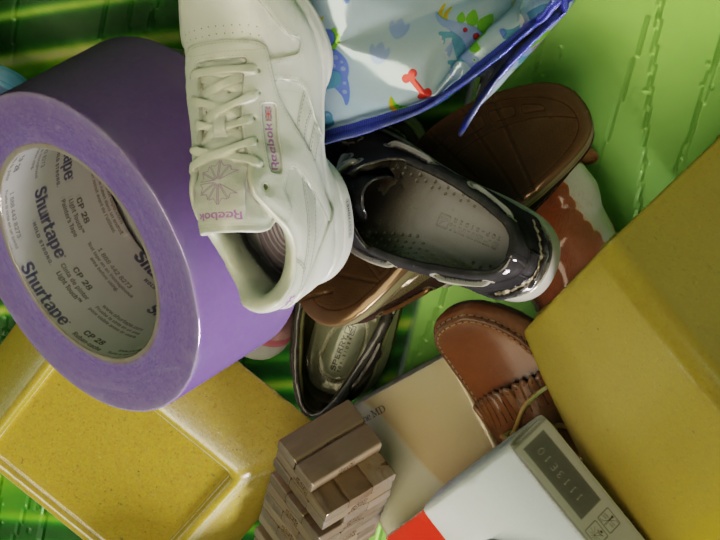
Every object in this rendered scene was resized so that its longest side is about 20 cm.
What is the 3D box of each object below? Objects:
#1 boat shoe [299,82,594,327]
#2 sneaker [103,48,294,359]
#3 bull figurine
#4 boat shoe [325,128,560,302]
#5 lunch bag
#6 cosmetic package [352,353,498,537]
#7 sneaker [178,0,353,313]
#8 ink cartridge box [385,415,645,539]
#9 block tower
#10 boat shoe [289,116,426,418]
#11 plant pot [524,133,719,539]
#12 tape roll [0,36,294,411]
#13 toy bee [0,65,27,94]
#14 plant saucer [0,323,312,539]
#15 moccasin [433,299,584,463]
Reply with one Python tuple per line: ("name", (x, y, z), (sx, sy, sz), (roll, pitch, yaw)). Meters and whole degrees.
("boat shoe", (0.055, -0.033, 1.645), (0.200, 0.072, 0.072), (-40, 66, 12))
("sneaker", (-0.085, -0.045, 1.730), (0.104, 0.075, 0.201), (-33, 97, 31))
("bull figurine", (0.118, 0.005, 1.702), (0.121, 0.065, 0.201), (-27, 97, 32))
("boat shoe", (0.014, -0.036, 1.588), (0.199, 0.060, 0.074), (27, 94, 25))
("lunch bag", (0.045, -0.154, 1.591), (0.199, 0.170, 0.128), (-16, 108, 24))
("cosmetic package", (0.076, 0.150, 1.744), (0.105, 0.071, 0.201), (-31, 87, 29))
("sneaker", (-0.055, -0.073, 1.510), (0.074, 0.100, 0.201), (-7, 110, 26))
("ink cartridge box", (0.109, 0.203, 1.643), (0.200, 0.044, 0.173), (51, 135, 2))
("block tower", (-0.028, 0.160, 1.756), (0.054, 0.058, 0.200), (52, 154, 22))
("boat shoe", (-0.001, 0.000, 1.731), (0.071, 0.066, 0.202), (16, 117, 6))
("plant pot", (0.211, 0.036, 1.591), (0.176, 0.200, 0.200), (46, 153, 5))
("tape roll", (-0.133, -0.027, 1.645), (0.199, 0.085, 0.201), (28, 134, 33))
("toy bee", (-0.246, -0.077, 1.747), (0.108, 0.131, 0.201), (-3, 126, 43))
("plant saucer", (-0.150, 0.109, 1.805), (0.200, 0.049, 0.200), (38, 132, -3))
("moccasin", (0.110, 0.103, 1.673), (0.073, 0.078, 0.202), (-20, 112, 38))
